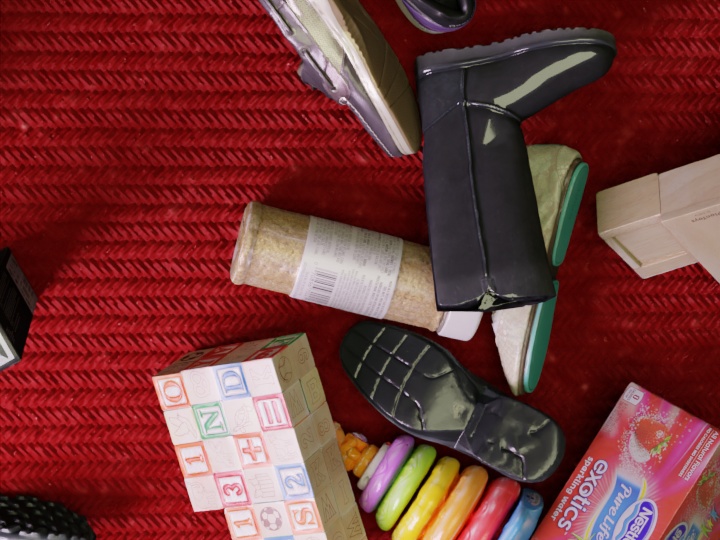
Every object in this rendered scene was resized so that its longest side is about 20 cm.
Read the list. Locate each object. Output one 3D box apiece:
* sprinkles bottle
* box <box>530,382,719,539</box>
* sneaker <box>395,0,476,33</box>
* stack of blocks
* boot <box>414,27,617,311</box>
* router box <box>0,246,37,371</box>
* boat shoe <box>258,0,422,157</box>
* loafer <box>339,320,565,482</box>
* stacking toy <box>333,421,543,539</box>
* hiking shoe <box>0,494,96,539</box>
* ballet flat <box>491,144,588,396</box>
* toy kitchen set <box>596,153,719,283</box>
[{"bbox_3d":[0.000,0.000,1.412,0.198,0.068,0.069,14,97,-7],"label":"sprinkles bottle"},{"bbox_3d":[0.213,0.205,1.412,0.201,0.099,0.095,-56,141,-8],"label":"box"},{"bbox_3d":[0.021,-0.267,1.365,0.076,0.088,0.200,-44,99,2],"label":"sneaker"},{"bbox_3d":[-0.075,0.159,1.407,0.114,0.059,0.202,-11,102,29],"label":"stack of blocks"},{"bbox_3d":[0.125,-0.074,1.370,0.163,0.066,0.202,-9,72,15],"label":"boot"},{"bbox_3d":[-0.322,0.058,1.324,0.156,0.200,0.053,-29,103,-1],"label":"router box"},{"bbox_3d":[-0.021,-0.169,1.389,0.064,0.072,0.201,-25,114,23],"label":"boat shoe"},{"bbox_3d":[0.072,0.108,1.434,0.199,0.072,0.073,33,87,12],"label":"loafer"},{"bbox_3d":[0.038,0.176,1.437,0.199,0.116,0.110,33,98,5],"label":"stacking toy"},{"bbox_3d":[-0.304,0.230,1.422,0.198,0.074,0.088,-1,106,5],"label":"hiking shoe"},{"bbox_3d":[0.132,-0.003,1.437,0.062,0.067,0.202,15,93,19],"label":"ballet flat"},{"bbox_3d":[0.311,-0.090,1.438,0.198,0.182,0.163,-18,144,29],"label":"toy kitchen set"}]
